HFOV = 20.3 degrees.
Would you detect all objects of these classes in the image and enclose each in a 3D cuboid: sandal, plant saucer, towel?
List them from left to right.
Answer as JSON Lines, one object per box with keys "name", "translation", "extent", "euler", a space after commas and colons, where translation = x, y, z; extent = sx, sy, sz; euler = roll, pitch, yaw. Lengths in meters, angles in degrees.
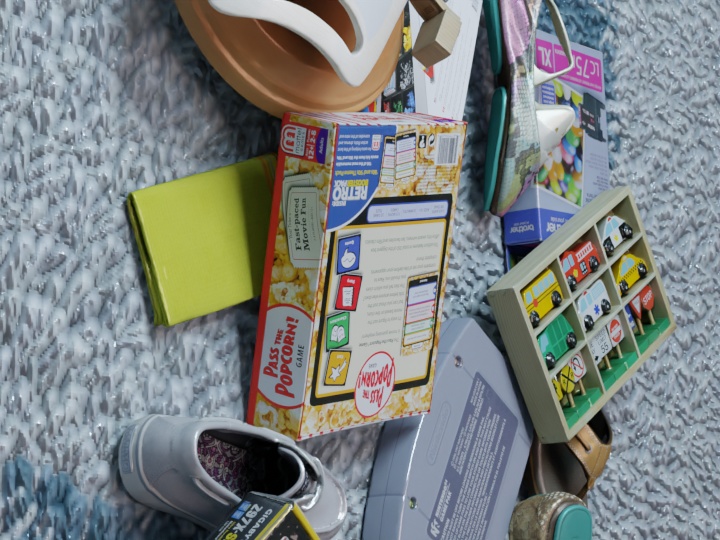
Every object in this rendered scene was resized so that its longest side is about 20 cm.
{"name": "towel", "translation": [-0.074, -0.026, 1.284], "extent": [0.199, 0.018, 0.087], "euler": [-20, 96, -53]}
{"name": "plant saucer", "translation": [-0.040, -0.195, 1.301], "extent": [0.199, 0.037, 0.202], "euler": [18, 63, -40]}
{"name": "sandal", "translation": [0.170, 0.120, 1.565], "extent": [0.082, 0.054, 0.202], "euler": [30, 61, -48]}

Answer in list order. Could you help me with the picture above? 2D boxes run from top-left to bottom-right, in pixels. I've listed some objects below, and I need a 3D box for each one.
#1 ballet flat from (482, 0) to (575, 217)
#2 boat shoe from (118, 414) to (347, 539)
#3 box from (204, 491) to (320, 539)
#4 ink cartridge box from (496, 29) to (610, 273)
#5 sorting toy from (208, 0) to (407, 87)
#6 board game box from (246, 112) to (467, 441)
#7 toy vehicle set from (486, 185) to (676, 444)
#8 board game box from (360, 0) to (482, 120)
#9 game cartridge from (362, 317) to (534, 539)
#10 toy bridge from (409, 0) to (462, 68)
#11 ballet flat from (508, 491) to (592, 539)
{"name": "ballet flat", "translation": [0.126, -0.142, 1.514], "extent": [0.069, 0.070, 0.202], "euler": [169, -80, -84]}
{"name": "boat shoe", "translation": [-0.060, 0.127, 1.230], "extent": [0.200, 0.068, 0.073], "euler": [34, 57, -46]}
{"name": "box", "translation": [-0.075, 0.255, 1.155], "extent": [0.200, 0.049, 0.160], "euler": [-46, 122, -27]}
{"name": "ink cartridge box", "translation": [0.155, -0.083, 1.594], "extent": [0.119, 0.042, 0.202], "euler": [8, 79, -53]}
{"name": "sorting toy", "translation": [-0.018, -0.215, 1.215], "extent": [0.199, 0.106, 0.182], "euler": [26, 76, -34]}
{"name": "board game box", "translation": [0.000, 0.000, 1.306], "extent": [0.151, 0.046, 0.202], "euler": [-5, 105, -54]}
{"name": "toy vehicle set", "translation": [0.173, 0.031, 1.538], "extent": [0.200, 0.026, 0.125], "euler": [-38, 111, -49]}
{"name": "board game box", "translation": [0.030, -0.147, 1.421], "extent": [0.126, 0.034, 0.202], "euler": [43, 47, -42]}
{"name": "game cartridge", "translation": [0.064, 0.142, 1.431], "extent": [0.133, 0.041, 0.201], "euler": [53, 45, -40]}
{"name": "toy bridge", "translation": [-0.005, -0.214, 1.297], "extent": [0.200, 0.027, 0.068], "euler": [39, 50, -25]}
{"name": "ballet flat", "translation": [0.128, 0.260, 1.467], "extent": [0.070, 0.065, 0.202], "euler": [11, 87, -40]}
